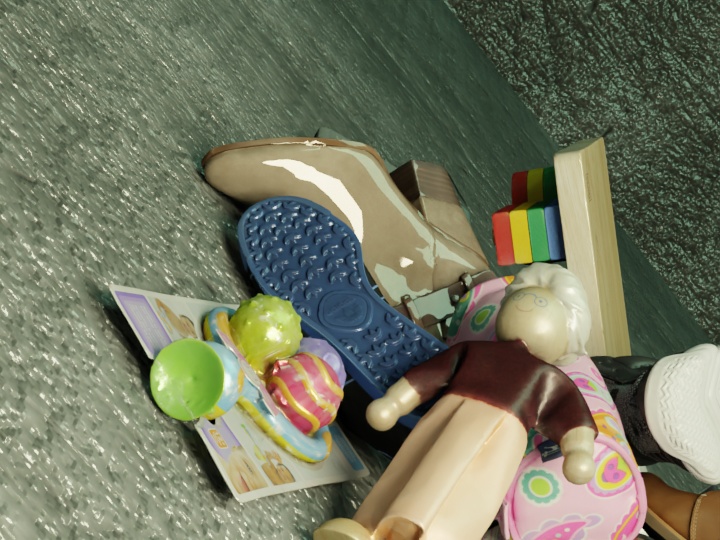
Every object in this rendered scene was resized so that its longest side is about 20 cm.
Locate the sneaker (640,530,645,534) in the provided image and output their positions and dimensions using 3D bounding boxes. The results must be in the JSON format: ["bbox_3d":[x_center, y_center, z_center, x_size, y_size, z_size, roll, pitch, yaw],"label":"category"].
[{"bbox_3d":[0.155,0.159,1.129,0.200,0.075,0.088,48,15,32],"label":"sneaker"}]

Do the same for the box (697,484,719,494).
[{"bbox_3d":[0.286,0.286,1.148,0.148,0.107,0.201,44,15,-28],"label":"box"}]

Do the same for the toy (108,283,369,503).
[{"bbox_3d":[-0.042,0.050,0.778,0.116,0.047,0.200,56,14,12],"label":"toy"}]

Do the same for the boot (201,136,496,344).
[{"bbox_3d":[0.000,0.000,0.984,0.198,0.070,0.148,3,69,-26],"label":"boot"}]

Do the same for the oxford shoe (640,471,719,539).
[{"bbox_3d":[0.213,0.150,0.877,0.071,0.071,0.200,45,-8,-27],"label":"oxford shoe"}]

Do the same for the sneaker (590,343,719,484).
[{"bbox_3d":[0.171,0.084,0.924,0.199,0.112,0.077,19,75,-61],"label":"sneaker"}]

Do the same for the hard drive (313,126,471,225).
[{"bbox_3d":[0.019,-0.034,1.140,0.138,0.033,0.200,29,18,-9],"label":"hard drive"}]

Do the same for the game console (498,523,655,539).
[{"bbox_3d":[0.188,0.204,0.988,0.200,0.118,0.173,49,24,-18],"label":"game console"}]

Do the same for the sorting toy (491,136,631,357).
[{"bbox_3d":[0.143,0.016,1.105,0.199,0.069,0.203,-29,111,-75],"label":"sorting toy"}]

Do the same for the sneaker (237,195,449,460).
[{"bbox_3d":[-0.008,0.041,0.895,0.200,0.070,0.078,49,-27,36],"label":"sneaker"}]

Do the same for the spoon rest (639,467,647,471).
[{"bbox_3d":[0.223,0.176,1.319,0.201,0.060,0.099,52,14,-1],"label":"spoon rest"}]

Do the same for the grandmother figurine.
[{"bbox_3d":[0.062,0.073,0.776,0.120,0.201,0.061,22,-37,17],"label":"grandmother figurine"}]

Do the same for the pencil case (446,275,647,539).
[{"bbox_3d":[0.099,0.080,0.887,0.087,0.087,0.201,46,15,-23],"label":"pencil case"}]

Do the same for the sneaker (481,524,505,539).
[{"bbox_3d":[0.125,0.200,0.884,0.200,0.081,0.089,43,18,-38],"label":"sneaker"}]
